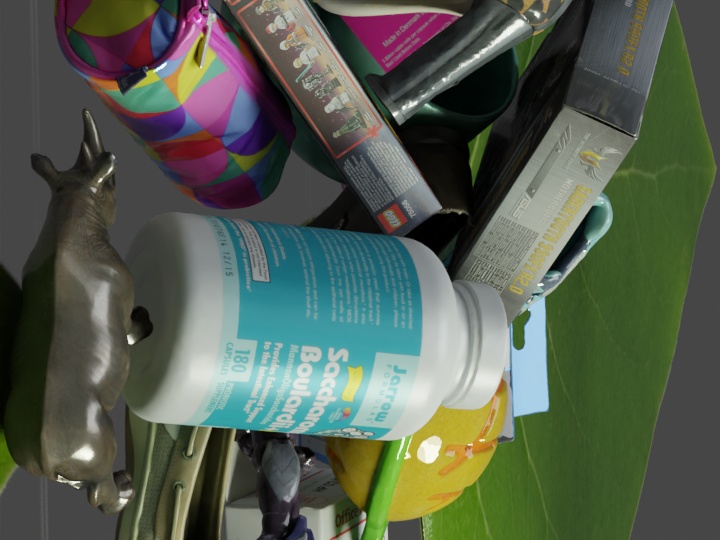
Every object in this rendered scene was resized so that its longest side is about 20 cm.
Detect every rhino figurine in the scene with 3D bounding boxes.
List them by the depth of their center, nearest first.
[{"bbox_3d":[-0.140,0.016,1.385,0.087,0.059,0.202,45,46,-70],"label":"rhino figurine"}]

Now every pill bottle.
[{"bbox_3d":[-0.024,0.032,1.480,0.111,0.199,0.112,-175,-90,-67],"label":"pill bottle"}]

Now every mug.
[{"bbox_3d":[-0.007,-0.137,1.709,0.185,0.114,0.152,40,39,-15],"label":"mug"}]

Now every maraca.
[{"bbox_3d":[0.027,0.095,1.644,0.201,0.106,0.137,105,9,-46],"label":"maraca"}]

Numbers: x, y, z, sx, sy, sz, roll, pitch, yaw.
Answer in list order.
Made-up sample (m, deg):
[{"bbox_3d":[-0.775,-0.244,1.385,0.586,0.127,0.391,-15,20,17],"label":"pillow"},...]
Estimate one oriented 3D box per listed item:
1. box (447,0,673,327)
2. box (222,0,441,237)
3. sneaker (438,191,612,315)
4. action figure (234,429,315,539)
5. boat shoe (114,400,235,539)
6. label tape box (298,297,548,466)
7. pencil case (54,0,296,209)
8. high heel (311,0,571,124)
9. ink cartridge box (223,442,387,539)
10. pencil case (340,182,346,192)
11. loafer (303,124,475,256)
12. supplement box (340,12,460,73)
[{"bbox_3d":[0.119,-0.084,1.638,0.200,0.048,0.159,120,-9,-49],"label":"box"},{"bbox_3d":[-0.034,-0.122,1.542,0.201,0.040,0.137,55,2,-24],"label":"box"},{"bbox_3d":[0.076,0.001,1.746,0.200,0.086,0.078,-41,112,-20],"label":"sneaker"},{"bbox_3d":[-0.047,0.111,1.596,0.130,0.069,0.202,100,-14,-71],"label":"action figure"},{"bbox_3d":[-0.093,0.133,1.531,0.073,0.063,0.202,27,65,-71],"label":"boat shoe"},{"bbox_3d":[0.056,0.042,1.826,0.199,0.063,0.145,-8,100,-29],"label":"label tape box"},{"bbox_3d":[-0.095,-0.102,1.486,0.200,0.088,0.089,52,41,-66],"label":"pencil case"},{"bbox_3d":[0.027,-0.194,1.521,0.201,0.142,0.071,56,2,18],"label":"high heel"},{"bbox_3d":[-0.031,0.191,1.719,0.115,0.067,0.202,-22,111,-68],"label":"ink cartridge box"},{"bbox_3d":[0.027,-0.023,1.888,0.087,0.087,0.202,-41,129,-68],"label":"pencil case"},{"bbox_3d":[0.000,0.000,1.671,0.073,0.200,0.072,13,39,-33],"label":"loafer"},{"bbox_3d":[0.021,-0.215,1.622,0.200,0.103,0.101,52,38,-2],"label":"supplement box"}]
